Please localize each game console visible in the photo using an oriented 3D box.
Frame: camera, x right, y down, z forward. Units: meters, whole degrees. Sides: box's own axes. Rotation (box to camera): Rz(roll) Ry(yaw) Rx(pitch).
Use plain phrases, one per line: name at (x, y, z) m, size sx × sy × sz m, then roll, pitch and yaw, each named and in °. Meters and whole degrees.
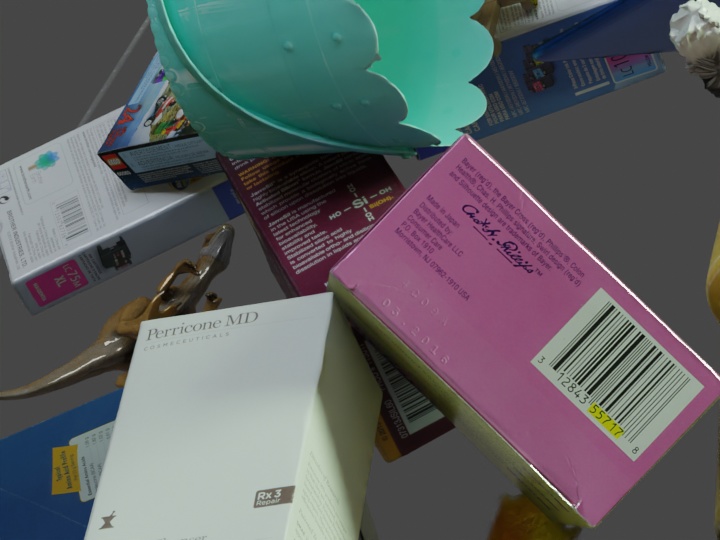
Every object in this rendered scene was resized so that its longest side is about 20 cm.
game console at (0.205, -0.201, 1.621) m, size 0.118 × 0.171 × 0.200 m, roll 14°, pitch 15°, yaw 39°

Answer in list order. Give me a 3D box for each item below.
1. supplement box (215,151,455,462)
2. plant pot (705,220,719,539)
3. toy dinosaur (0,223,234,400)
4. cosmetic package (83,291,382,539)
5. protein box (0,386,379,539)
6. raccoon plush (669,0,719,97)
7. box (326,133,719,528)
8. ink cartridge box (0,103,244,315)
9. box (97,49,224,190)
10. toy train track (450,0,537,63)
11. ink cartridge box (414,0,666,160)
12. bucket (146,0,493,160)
supplement box at (0.000, 0.000, 1.624) m, size 0.086 × 0.110 × 0.200 m, roll -28°, pitch 40°, yaw -4°
plant pot at (0.259, 0.060, 1.381) m, size 0.201 × 0.201 × 0.189 m, roll 4°, pitch 65°, yaw 30°
toy dinosaur at (-0.145, 0.047, 1.706) m, size 0.200 × 0.060 × 0.106 m, roll -33°, pitch 16°, yaw -15°
cosmetic package at (-0.062, 0.112, 1.354) m, size 0.113 × 0.081 × 0.200 m, roll -10°, pitch 43°, yaw 18°
protein box at (-0.093, 0.169, 1.475) m, size 0.200 × 0.135 × 0.199 m, roll -23°, pitch 41°, yaw 3°
raccoon plush at (0.262, -0.143, 1.589) m, size 0.097 × 0.200 × 0.134 m, roll -23°, pitch 46°, yaw 33°
box at (0.077, 0.034, 1.413) m, size 0.176 × 0.200 × 0.097 m, roll 44°, pitch 85°, yaw 2°
ink cartridge box at (-0.141, -0.059, 1.814) m, size 0.200 × 0.042 × 0.119 m, roll -28°, pitch 42°, yaw 3°
box at (-0.069, -0.144, 1.776) m, size 0.137 × 0.038 × 0.200 m, roll -9°, pitch 43°, yaw 43°
toy train track at (0.087, -0.182, 1.720) m, size 0.115 × 0.033 × 0.200 m, roll -15°, pitch 36°, yaw 24°
ink cartridge box at (0.078, -0.156, 1.773) m, size 0.200 × 0.076 × 0.136 m, roll -18°, pitch 41°, yaw 8°
bucket at (-0.023, -0.159, 1.576) m, size 0.135 × 0.207 × 0.207 m, roll -10°, pitch 43°, yaw 23°
